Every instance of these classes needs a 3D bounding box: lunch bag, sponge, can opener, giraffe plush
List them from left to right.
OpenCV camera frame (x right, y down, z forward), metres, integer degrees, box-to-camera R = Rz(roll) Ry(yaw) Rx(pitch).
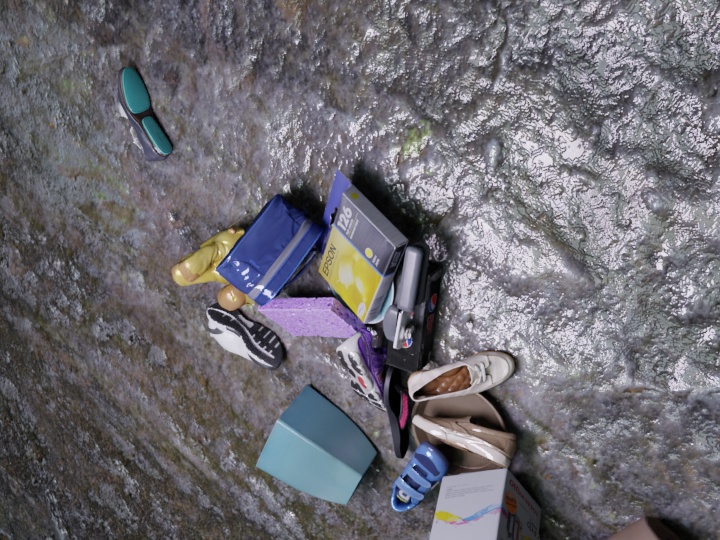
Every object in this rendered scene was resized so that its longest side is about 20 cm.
[{"bbox_3d":[-0.259,0.007,1.701,0.199,0.173,0.163,-34,100,2],"label":"giraffe plush"},{"bbox_3d":[-0.159,-0.037,1.575,0.132,0.201,0.136,40,165,-10],"label":"lunch bag"},{"bbox_3d":[-0.094,0.092,1.630,0.198,0.030,0.111,-2,147,41],"label":"sponge"},{"bbox_3d":[0.077,0.045,1.468,0.066,0.052,0.202,23,118,23],"label":"can opener"}]

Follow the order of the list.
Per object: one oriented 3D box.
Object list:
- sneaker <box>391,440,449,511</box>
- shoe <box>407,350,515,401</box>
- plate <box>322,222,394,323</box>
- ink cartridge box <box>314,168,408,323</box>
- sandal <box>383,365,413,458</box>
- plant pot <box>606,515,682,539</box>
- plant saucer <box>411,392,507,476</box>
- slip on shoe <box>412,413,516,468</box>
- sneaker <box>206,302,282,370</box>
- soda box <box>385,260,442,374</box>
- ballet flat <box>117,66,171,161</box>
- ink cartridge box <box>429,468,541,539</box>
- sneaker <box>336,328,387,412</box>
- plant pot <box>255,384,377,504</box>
[{"bbox_3d":[0.110,0.400,1.610,0.074,0.082,0.201,39,142,19],"label":"sneaker"},{"bbox_3d":[0.179,0.195,1.502,0.197,0.053,0.071,-16,99,12],"label":"shoe"},{"bbox_3d":[0.000,0.000,1.569,0.199,0.025,0.203,29,130,41],"label":"plate"},{"bbox_3d":[-0.016,-0.042,1.511,0.200,0.047,0.199,45,139,24],"label":"ink cartridge box"},{"bbox_3d":[0.082,0.270,1.618,0.044,0.075,0.203,1,115,24],"label":"sandal"},{"bbox_3d":[0.466,0.513,1.414,0.200,0.200,0.175,40,105,13],"label":"plant pot"},{"bbox_3d":[0.188,0.300,1.585,0.198,0.029,0.203,11,113,27],"label":"plant saucer"},{"bbox_3d":[0.189,0.293,1.532,0.198,0.076,0.061,17,76,35],"label":"slip on shoe"},{"bbox_3d":[-0.243,0.148,1.783,0.199,0.074,0.081,36,137,21],"label":"sneaker"},{"bbox_3d":[0.097,0.081,1.540,0.070,0.063,0.203,17,115,26],"label":"soda box"},{"bbox_3d":[-0.460,-0.315,1.739,0.072,0.073,0.202,-20,98,35],"label":"ballet flat"},{"bbox_3d":[0.221,0.480,1.505,0.143,0.201,0.146,-18,127,34],"label":"ink cartridge box"},{"bbox_3d":[0.026,0.192,1.601,0.080,0.083,0.201,25,148,39],"label":"sneaker"},{"bbox_3d":[-0.079,0.369,1.713,0.199,0.141,0.142,32,122,9],"label":"plant pot"}]
